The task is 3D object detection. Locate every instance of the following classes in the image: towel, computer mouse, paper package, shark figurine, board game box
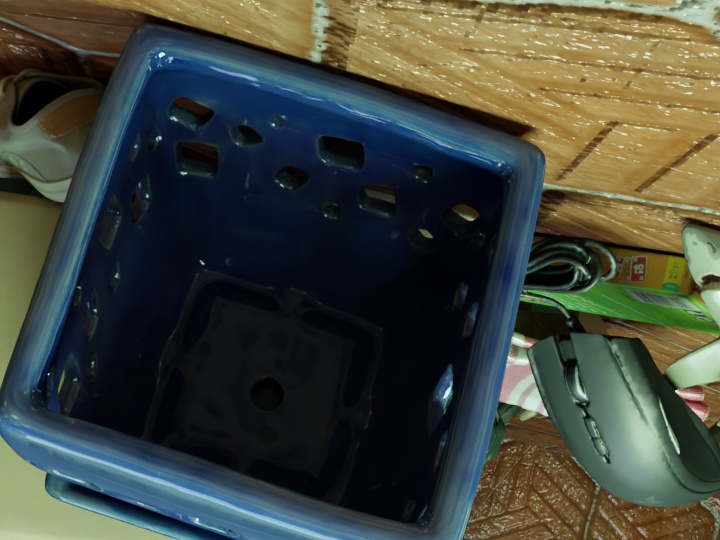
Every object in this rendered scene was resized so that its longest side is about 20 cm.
[{"bbox_3d":[0.125,0.078,1.048,0.198,0.030,0.146,16,165,-2],"label":"towel"},{"bbox_3d":[0.106,0.071,0.835,0.139,0.046,0.201,-6,129,40],"label":"computer mouse"},{"bbox_3d":[-0.128,0.067,0.849,0.197,0.193,0.104,8,168,-5],"label":"paper package"},{"bbox_3d":[0.214,0.052,0.843,0.127,0.090,0.215,26,146,11],"label":"shark figurine"},{"bbox_3d":[0.128,0.005,0.935,0.198,0.030,0.095,7,167,36],"label":"board game box"}]

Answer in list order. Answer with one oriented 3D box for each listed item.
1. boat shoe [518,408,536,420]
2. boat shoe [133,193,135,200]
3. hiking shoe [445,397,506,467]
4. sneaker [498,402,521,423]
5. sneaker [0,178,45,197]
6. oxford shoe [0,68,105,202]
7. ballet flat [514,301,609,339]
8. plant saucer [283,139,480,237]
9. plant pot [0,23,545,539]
[{"bbox_3d":[0.148,0.093,1.329,0.200,0.076,0.075,15,172,8],"label":"boat shoe"},{"bbox_3d":[-0.120,-0.040,0.990,0.198,0.073,0.065,10,161,35],"label":"boat shoe"},{"bbox_3d":[0.008,0.085,1.043,0.199,0.075,0.087,18,164,42],"label":"hiking shoe"},{"bbox_3d":[0.079,0.090,1.265,0.200,0.074,0.089,37,156,55],"label":"sneaker"},{"bbox_3d":[-0.173,-0.026,0.962,0.084,0.201,0.074,-36,172,28],"label":"sneaker"},{"bbox_3d":[-0.187,-0.085,0.859,0.199,0.075,0.058,18,135,55],"label":"oxford shoe"},{"bbox_3d":[0.147,0.049,1.130,0.071,0.069,0.200,-5,163,12],"label":"ballet flat"},{"bbox_3d":[0.003,-0.028,0.854,0.198,0.035,0.200,11,165,3],"label":"plant saucer"},{"bbox_3d":[-0.042,0.035,0.711,0.198,0.202,0.180,17,156,-1],"label":"plant pot"}]
